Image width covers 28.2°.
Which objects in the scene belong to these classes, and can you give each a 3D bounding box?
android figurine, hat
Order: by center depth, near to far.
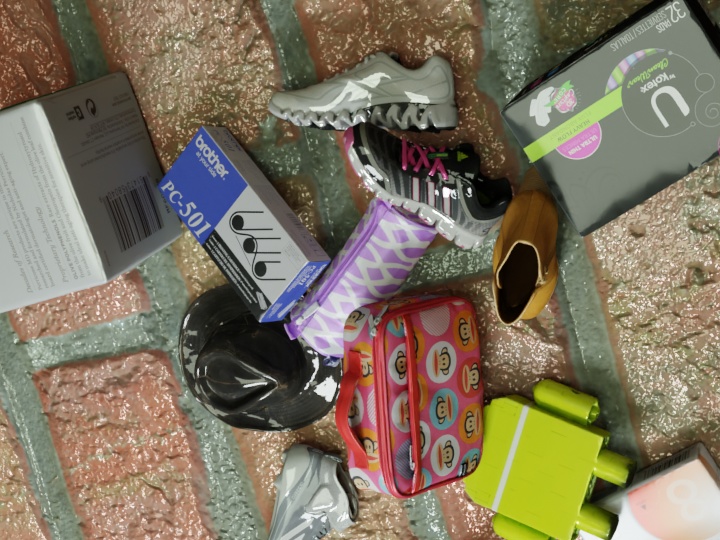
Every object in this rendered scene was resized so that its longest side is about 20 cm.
[{"bbox_3d":[0.189,0.208,1.523,0.199,0.041,0.183,19,101,26],"label":"android figurine"},{"bbox_3d":[-0.122,0.108,1.584,0.199,0.081,0.202,5,108,15],"label":"hat"}]

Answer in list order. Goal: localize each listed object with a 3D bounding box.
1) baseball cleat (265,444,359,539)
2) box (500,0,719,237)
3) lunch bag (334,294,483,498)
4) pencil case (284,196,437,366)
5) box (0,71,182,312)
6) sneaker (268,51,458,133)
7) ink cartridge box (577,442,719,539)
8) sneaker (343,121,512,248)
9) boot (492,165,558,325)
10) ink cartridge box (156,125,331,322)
[{"bbox_3d":[-0.059,0.300,1.635,0.106,0.070,0.201,13,112,13],"label":"baseball cleat"},{"bbox_3d":[0.260,-0.154,1.355,0.200,0.124,0.149,-33,96,23],"label":"box"},{"bbox_3d":[0.045,0.128,1.472,0.082,0.176,0.201,3,100,46],"label":"lunch bag"},{"bbox_3d":[0.000,0.000,1.505,0.200,0.085,0.084,-55,44,20],"label":"pencil case"},{"bbox_3d":[-0.327,-0.084,1.519,0.170,0.199,0.201,-16,101,21],"label":"box"},{"bbox_3d":[0.003,-0.181,1.462,0.199,0.075,0.082,1,95,14],"label":"sneaker"},{"bbox_3d":[0.344,0.304,1.523,0.162,0.050,0.201,-32,93,24],"label":"ink cartridge box"},{"bbox_3d":[0.074,-0.099,1.423,0.199,0.074,0.087,32,129,-27],"label":"sneaker"},{"bbox_3d":[0.154,0.009,1.407,0.070,0.144,0.202,12,132,10],"label":"boot"},{"bbox_3d":[-0.125,-0.050,1.515,0.094,0.044,0.200,-49,67,25],"label":"ink cartridge box"}]
